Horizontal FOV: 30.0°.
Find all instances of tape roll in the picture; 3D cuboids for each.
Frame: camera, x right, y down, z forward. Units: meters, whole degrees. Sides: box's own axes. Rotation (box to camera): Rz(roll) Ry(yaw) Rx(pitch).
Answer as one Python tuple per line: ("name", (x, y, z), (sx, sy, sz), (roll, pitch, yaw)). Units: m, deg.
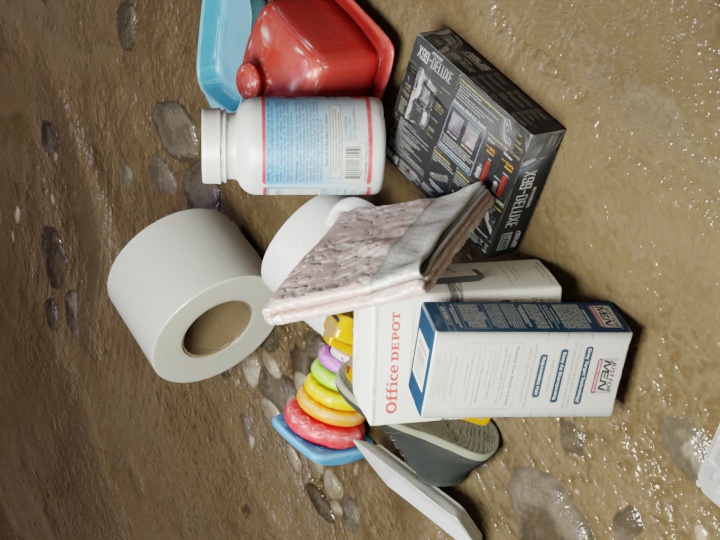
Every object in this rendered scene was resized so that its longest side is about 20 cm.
("tape roll", (-0.225, 0.034, 1.828), (0.139, 0.202, 0.203), (51, 138, 31))

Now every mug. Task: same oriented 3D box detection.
("mug", (0.000, 0.000, 1.537), (0.175, 0.147, 0.200), (42, 145, 23))

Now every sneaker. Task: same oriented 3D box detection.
("sneaker", (0.049, 0.182, 1.534), (0.200, 0.075, 0.106), (29, 139, -1))

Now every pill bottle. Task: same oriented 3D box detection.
("pill bottle", (-0.075, -0.138, 1.489), (0.109, 0.199, 0.109), (180, 90, -84))

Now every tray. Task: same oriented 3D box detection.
("tray", (0.076, 0.269, 1.610), (0.200, 0.022, 0.108), (32, 161, 46))

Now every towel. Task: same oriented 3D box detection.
("towel", (0.018, -0.020, 1.341), (0.190, 0.200, 0.032), (-12, 113, 33))

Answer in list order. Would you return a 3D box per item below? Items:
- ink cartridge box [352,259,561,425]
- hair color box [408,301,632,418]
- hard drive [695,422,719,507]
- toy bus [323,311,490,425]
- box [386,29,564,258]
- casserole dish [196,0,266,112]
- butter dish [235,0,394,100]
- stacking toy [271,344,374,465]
("ink cartridge box", (0.096, 0.072, 1.376), (0.085, 0.199, 0.146), (-116, 25, -67))
("hair color box", (0.154, 0.087, 1.311), (0.061, 0.199, 0.100), (-111, 25, -58))
("hard drive", (0.378, 0.151, 1.163), (0.140, 0.038, 0.201), (44, 135, 38))
("toy bus", (0.054, 0.100, 1.459), (0.065, 0.199, 0.079), (-137, 67, -73))
("box", (0.113, -0.136, 1.425), (0.200, 0.050, 0.158), (47, 136, 35))
("casserole dish", (-0.167, -0.302, 1.772), (0.121, 0.039, 0.201), (40, 133, 40))
("butter dish", (-0.078, -0.229, 1.576), (0.200, 0.147, 0.200), (51, 139, 31))
("stacking toy", (-0.025, 0.133, 1.683), (0.110, 0.116, 0.201), (36, 118, 39))
